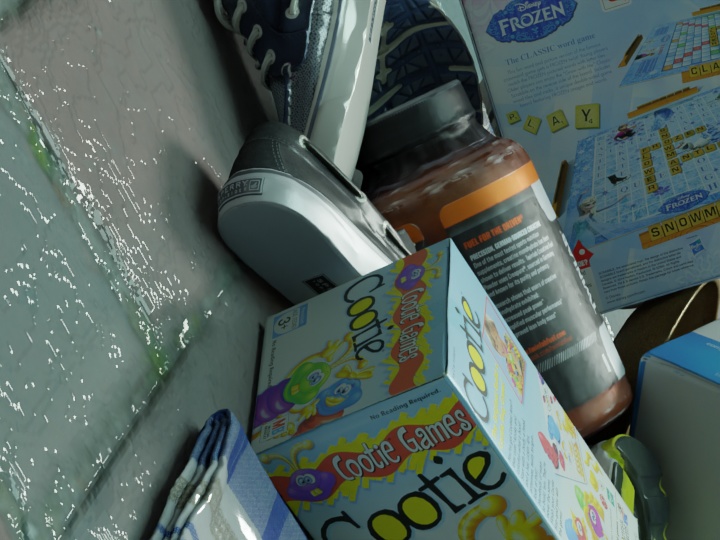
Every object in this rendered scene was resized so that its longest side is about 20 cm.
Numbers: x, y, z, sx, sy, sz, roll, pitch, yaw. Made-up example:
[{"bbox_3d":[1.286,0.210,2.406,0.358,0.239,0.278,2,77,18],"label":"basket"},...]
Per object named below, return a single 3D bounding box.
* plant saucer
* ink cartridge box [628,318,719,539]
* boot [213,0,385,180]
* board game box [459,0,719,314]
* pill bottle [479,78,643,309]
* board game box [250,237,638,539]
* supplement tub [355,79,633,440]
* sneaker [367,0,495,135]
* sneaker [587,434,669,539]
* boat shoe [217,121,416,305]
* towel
[{"bbox_3d":[0.157,0.091,1.423,0.201,0.035,0.201,-56,160,-33],"label":"plant saucer"},{"bbox_3d":[0.237,0.099,1.371,0.200,0.084,0.145,-21,124,-47],"label":"ink cartridge box"},{"bbox_3d":[-0.038,-0.121,1.248,0.073,0.090,0.201,72,27,-74],"label":"boot"},{"bbox_3d":[0.176,-0.093,1.369,0.041,0.199,0.201,-89,162,-80],"label":"board game box"},{"bbox_3d":[0.139,-0.066,1.507,0.114,0.113,0.200,56,2,-28],"label":"pill bottle"},{"bbox_3d":[0.044,0.104,1.141,0.200,0.103,0.105,56,22,-30],"label":"board game box"},{"bbox_3d":[0.063,0.002,1.302,0.201,0.106,0.107,66,19,-4],"label":"supplement tub"},{"bbox_3d":[0.049,-0.065,1.415,0.085,0.077,0.201,-52,126,-76],"label":"sneaker"},{"bbox_3d":[0.119,0.188,1.290,0.074,0.084,0.201,10,80,-49],"label":"sneaker"},{"bbox_3d":[0.000,0.000,1.194,0.200,0.070,0.067,42,43,-35],"label":"boat shoe"},{"bbox_3d":[-0.043,0.158,0.969,0.147,0.024,0.200,61,20,-19],"label":"towel"}]
